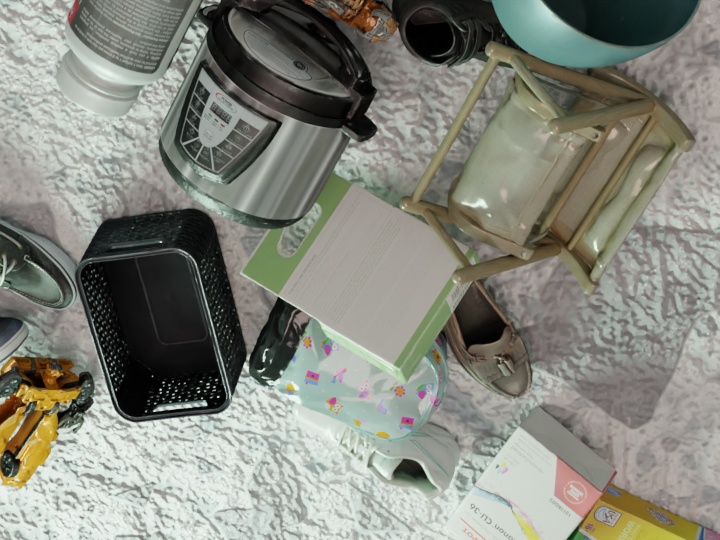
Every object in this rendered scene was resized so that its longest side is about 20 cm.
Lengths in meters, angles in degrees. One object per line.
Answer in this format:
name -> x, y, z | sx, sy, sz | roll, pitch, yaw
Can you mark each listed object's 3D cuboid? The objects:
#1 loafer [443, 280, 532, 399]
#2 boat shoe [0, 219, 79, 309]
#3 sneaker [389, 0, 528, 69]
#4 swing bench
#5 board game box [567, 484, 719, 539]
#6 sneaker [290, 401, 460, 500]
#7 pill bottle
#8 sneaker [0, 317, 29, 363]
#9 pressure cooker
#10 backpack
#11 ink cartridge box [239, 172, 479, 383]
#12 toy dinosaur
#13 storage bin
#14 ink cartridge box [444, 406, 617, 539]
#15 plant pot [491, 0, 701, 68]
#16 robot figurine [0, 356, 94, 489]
loafer -> 0.122, 0.058, 1.812 | 0.072, 0.063, 0.201 | -34, 109, -4
boat shoe -> -0.389, -0.013, 1.850 | 0.199, 0.071, 0.072 | 34, 117, -11
sneaker -> 0.120, -0.218, 1.653 | 0.198, 0.099, 0.071 | 15, 118, -2
swing bench -> 0.180, -0.094, 1.677 | 0.198, 0.130, 0.200 | 3, 130, -39
board game box -> 0.321, 0.340, 1.956 | 0.198, 0.040, 0.154 | 24, 119, -5
sneaker -> 0.016, 0.184, 1.895 | 0.198, 0.080, 0.071 | 24, 121, -3
pill bottle -> -0.219, -0.251, 1.677 | 0.110, 0.111, 0.201 | 28, 118, -7
sneaker -> -0.474, 0.050, 1.893 | 0.200, 0.077, 0.147 | -14, 118, 16
pressure cooker -> -0.087, -0.166, 1.670 | 0.174, 0.179, 0.201 | 16, 123, -27
backpack -> -0.005, 0.091, 1.820 | 0.198, 0.127, 0.168 | 25, 116, -7
ink cartridge box -> 0.000, 0.000, 1.740 | 0.199, 0.048, 0.146 | 29, 77, 21
toy dinosaur -> -0.042, -0.297, 1.613 | 0.101, 0.136, 0.201 | -24, 112, 20
storage bin -> -0.209, 0.049, 1.847 | 0.133, 0.094, 0.202 | -7, 116, 12
ink cartridge box -> 0.175, 0.264, 1.904 | 0.116, 0.067, 0.201 | 38, 119, 9
plant pot -> 0.195, -0.266, 1.585 | 0.199, 0.201, 0.135 | 32, 153, -9
robot figurine -> -0.382, 0.166, 1.928 | 0.144, 0.058, 0.201 | 6, 131, -42
